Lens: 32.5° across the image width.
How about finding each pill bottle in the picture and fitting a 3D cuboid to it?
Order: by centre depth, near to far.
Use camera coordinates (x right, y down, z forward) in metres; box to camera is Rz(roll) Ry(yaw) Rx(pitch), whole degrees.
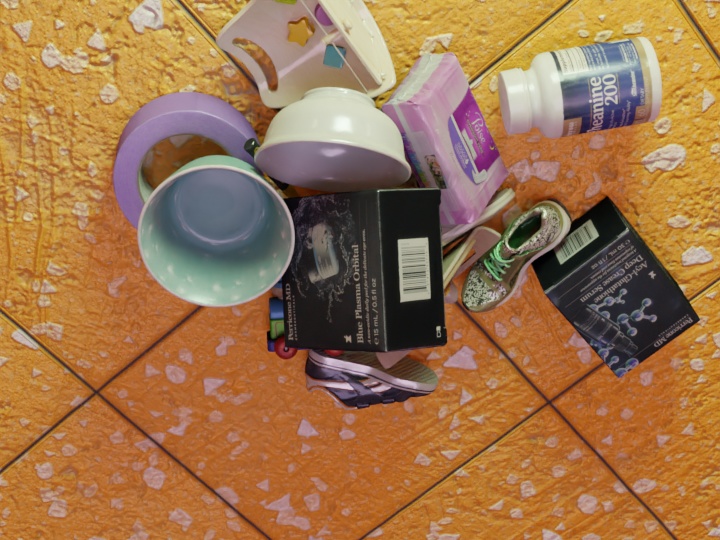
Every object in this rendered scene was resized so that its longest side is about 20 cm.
[{"bbox_3d":[0.284,-0.234,1.613,0.196,0.111,0.112,-10,120,-1],"label":"pill bottle"}]

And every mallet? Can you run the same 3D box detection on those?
[{"bbox_3d":[-0.091,-0.116,1.645,0.066,0.041,0.201,-48,136,-17],"label":"mallet"}]

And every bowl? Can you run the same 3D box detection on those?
[{"bbox_3d":[-0.032,-0.169,1.550,0.198,0.201,0.092,7,76,-10],"label":"bowl"},{"bbox_3d":[-0.183,-0.066,1.585,0.197,0.106,0.204,-2,121,-4],"label":"bowl"}]

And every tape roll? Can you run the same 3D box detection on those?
[{"bbox_3d":[-0.228,-0.131,1.643,0.196,0.066,0.203,-3,119,-5],"label":"tape roll"}]

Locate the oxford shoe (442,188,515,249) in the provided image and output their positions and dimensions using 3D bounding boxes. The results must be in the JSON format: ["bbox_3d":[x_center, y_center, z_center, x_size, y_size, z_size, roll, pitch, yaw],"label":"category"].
[{"bbox_3d":[0.125,-0.069,1.705,0.198,0.075,0.058,-29,82,-7],"label":"oxford shoe"}]

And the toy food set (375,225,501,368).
[{"bbox_3d":[0.109,0.038,1.682,0.060,0.201,0.143,42,136,-6],"label":"toy food set"}]

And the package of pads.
[{"bbox_3d":[0.113,-0.173,1.623,0.075,0.121,0.201,1,131,42],"label":"package of pads"}]

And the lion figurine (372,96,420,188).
[{"bbox_3d":[0.017,-0.143,1.667,0.121,0.072,0.202,-14,108,31],"label":"lion figurine"}]

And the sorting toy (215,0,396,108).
[{"bbox_3d":[-0.081,-0.290,1.557,0.178,0.108,0.201,-27,124,20],"label":"sorting toy"}]

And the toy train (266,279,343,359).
[{"bbox_3d":[-0.038,0.055,1.766,0.196,0.085,0.118,-4,107,-4],"label":"toy train"}]

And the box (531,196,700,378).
[{"bbox_3d":[0.363,0.026,1.772,0.148,0.108,0.200,-38,117,14],"label":"box"}]

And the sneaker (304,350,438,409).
[{"bbox_3d":[0.013,0.163,1.829,0.197,0.079,0.081,14,113,-1],"label":"sneaker"}]

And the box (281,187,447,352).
[{"bbox_3d":[0.000,0.000,1.582,0.116,0.198,0.200,-4,92,-43],"label":"box"}]

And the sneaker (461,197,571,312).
[{"bbox_3d":[0.204,-0.025,1.726,0.201,0.077,0.088,-50,156,14],"label":"sneaker"}]
